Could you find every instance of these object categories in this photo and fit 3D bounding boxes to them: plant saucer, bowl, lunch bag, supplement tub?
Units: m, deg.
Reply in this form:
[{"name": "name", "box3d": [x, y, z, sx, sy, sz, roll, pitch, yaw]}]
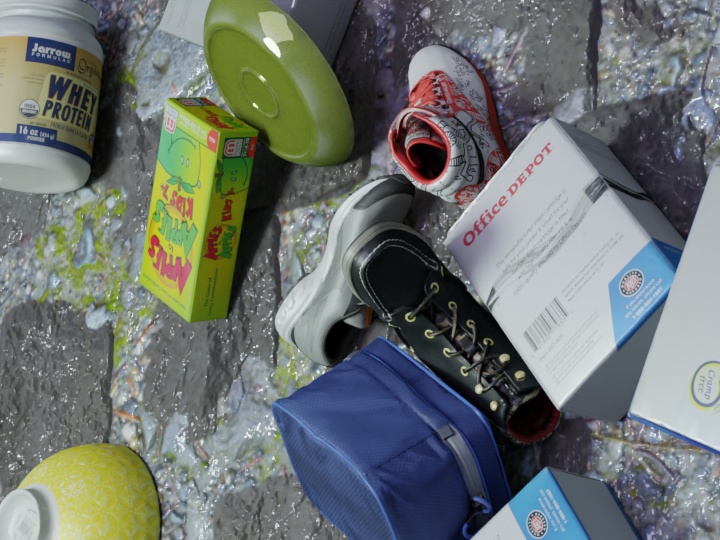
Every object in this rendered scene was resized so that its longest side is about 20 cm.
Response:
[{"name": "plant saucer", "box3d": [-0.086, -0.174, 1.635, 0.031, 0.200, 0.200, -40, 39, -24]}, {"name": "bowl", "box3d": [-0.308, 0.268, 1.764, 0.200, 0.108, 0.201, -16, 66, 41]}, {"name": "lunch bag", "box3d": [0.038, 0.153, 1.420, 0.132, 0.136, 0.200, -33, 42, -19]}, {"name": "supplement tub", "box3d": [-0.365, -0.199, 1.937, 0.144, 0.144, 0.201, -8, 73, 43]}]

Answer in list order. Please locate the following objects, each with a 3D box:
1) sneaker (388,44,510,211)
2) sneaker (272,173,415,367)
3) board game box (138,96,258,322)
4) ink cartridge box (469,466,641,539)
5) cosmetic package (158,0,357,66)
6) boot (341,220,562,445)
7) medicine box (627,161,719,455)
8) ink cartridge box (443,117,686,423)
[{"name": "sneaker", "box3d": [0.066, -0.138, 1.520, 0.067, 0.108, 0.202, -42, 52, 28]}, {"name": "sneaker", "box3d": [0.000, 0.000, 1.577, 0.079, 0.074, 0.200, 44, 115, 33]}, {"name": "board game box", "box3d": [-0.163, -0.061, 1.722, 0.102, 0.048, 0.201, 34, 120, 44]}, {"name": "ink cartridge box", "box3d": [0.134, 0.275, 1.342, 0.200, 0.084, 0.145, -48, 50, 23]}, {"name": "cosmetic package", "box3d": [-0.105, -0.262, 1.749, 0.200, 0.081, 0.113, 29, 98, 44]}, {"name": "boot", "box3d": [0.079, 0.051, 1.394, 0.073, 0.204, 0.154, -45, 51, -2]}, {"name": "medicine box", "box3d": [0.299, 0.044, 1.168, 0.103, 0.200, 0.183, 20, 91, 46]}, {"name": "ink cartridge box", "box3d": [0.177, -0.002, 1.385, 0.145, 0.084, 0.200, -49, 50, 21]}]
